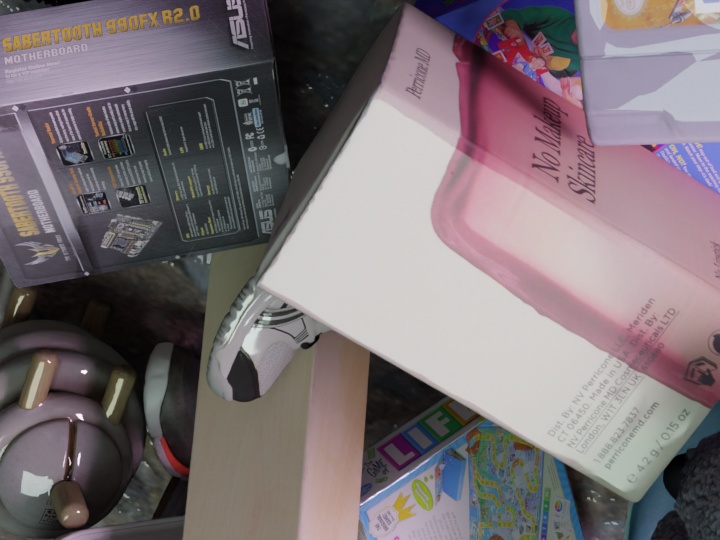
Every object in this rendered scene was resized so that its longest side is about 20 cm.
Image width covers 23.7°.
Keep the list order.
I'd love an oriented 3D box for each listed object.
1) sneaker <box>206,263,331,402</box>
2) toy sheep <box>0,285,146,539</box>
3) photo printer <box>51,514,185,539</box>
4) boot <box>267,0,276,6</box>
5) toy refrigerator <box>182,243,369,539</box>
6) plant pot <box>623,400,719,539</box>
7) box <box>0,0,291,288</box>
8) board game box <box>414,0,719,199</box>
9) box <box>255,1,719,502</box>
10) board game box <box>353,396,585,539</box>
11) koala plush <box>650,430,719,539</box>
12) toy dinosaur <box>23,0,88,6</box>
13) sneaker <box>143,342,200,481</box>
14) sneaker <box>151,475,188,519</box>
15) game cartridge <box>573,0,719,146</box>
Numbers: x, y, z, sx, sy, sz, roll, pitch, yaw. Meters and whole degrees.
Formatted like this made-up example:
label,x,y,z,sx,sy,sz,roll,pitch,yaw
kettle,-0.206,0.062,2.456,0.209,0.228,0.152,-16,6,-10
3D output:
label,x,y,z,sx,sy,sz,roll,pitch,yaw
sneaker,0.000,0.000,0.875,0.088,0.076,0.200,37,103,-2
toy sheep,-0.191,0.094,1.047,0.137,0.200,0.139,-6,115,-12
photo printer,-0.123,0.198,1.033,0.199,0.070,0.166,-5,157,-23
boot,-0.004,-0.174,0.731,0.200,0.065,0.165,-38,74,43
toy refrigerator,-0.042,0.083,0.948,0.076,0.201,0.070,-6,159,28
plant pot,0.257,0.151,0.917,0.199,0.201,0.135,-5,171,27
box,-0.115,-0.062,0.842,0.157,0.049,0.200,-10,157,-2
board game box,0.132,-0.075,0.827,0.134,0.045,0.200,-16,125,35
box,0.070,-0.011,0.772,0.199,0.128,0.109,30,115,-8
board game box,0.068,0.163,1.039,0.034,0.134,0.201,40,156,47
koala plush,0.207,0.104,0.755,0.183,0.200,0.178,19,96,25
toy dinosaur,-0.149,-0.099,0.915,0.199,0.103,0.136,-22,139,15
sneaker,-0.068,0.109,1.091,0.081,0.077,0.200,-11,139,20
sneaker,-0.089,0.204,1.186,0.108,0.070,0.200,22,145,9
game cartridge,0.150,-0.150,0.696,0.132,0.042,0.201,1,109,28
